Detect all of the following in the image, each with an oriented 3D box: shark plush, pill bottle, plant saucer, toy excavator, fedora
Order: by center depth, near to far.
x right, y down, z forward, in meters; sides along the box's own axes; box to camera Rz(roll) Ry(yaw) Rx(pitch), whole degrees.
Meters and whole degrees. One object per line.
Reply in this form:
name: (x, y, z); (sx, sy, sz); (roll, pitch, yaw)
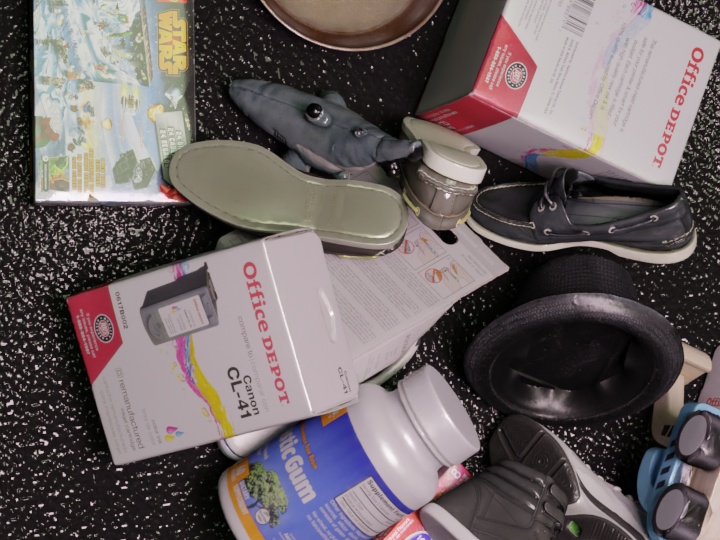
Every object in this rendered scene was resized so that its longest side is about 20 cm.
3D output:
pill bottle: (-0.007, 0.162, 1.551); (0.200, 0.112, 0.112); (-34, 97, 11)
shark plush: (-0.029, -0.109, 1.570); (0.091, 0.200, 0.083); (-49, 133, -4)
toy excavator: (0.283, 0.154, 1.634); (0.100, 0.200, 0.195); (24, 79, -20)
fedora: (0.183, 0.052, 1.638); (0.200, 0.201, 0.092); (19, 53, -16)
plant saucer: (-0.014, -0.288, 1.656); (0.199, 0.034, 0.201); (1, 85, -18)

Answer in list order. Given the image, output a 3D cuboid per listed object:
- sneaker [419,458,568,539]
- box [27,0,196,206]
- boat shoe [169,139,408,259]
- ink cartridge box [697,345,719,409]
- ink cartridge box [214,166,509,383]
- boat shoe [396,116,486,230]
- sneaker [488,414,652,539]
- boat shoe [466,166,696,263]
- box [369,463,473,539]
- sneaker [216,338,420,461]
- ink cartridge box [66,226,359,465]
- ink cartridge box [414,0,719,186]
sneaker: (0.150, 0.227, 1.524); (0.099, 0.071, 0.200); (-41, 65, -19)
box: (-0.207, -0.154, 1.583); (0.136, 0.040, 0.201); (0, 87, -17)
boat shoe: (-0.060, -0.052, 1.567); (0.200, 0.061, 0.072); (16, 73, 3)
ink cartridge box: (0.341, 0.171, 1.697); (0.068, 0.116, 0.201); (22, 81, -19)
ink cartridge box: (0.000, 0.000, 1.607); (0.200, 0.050, 0.161); (-28, 63, -34)
boat shoe: (0.062, -0.083, 1.593); (0.072, 0.202, 0.061); (18, 103, -7)
sneaker: (0.200, 0.207, 1.653); (0.115, 0.201, 0.076); (8, 125, -53)
boat shoe: (0.184, -0.056, 1.601); (0.199, 0.066, 0.075); (13, 48, 20)
box: (0.033, 0.261, 1.603); (0.100, 0.095, 0.200); (47, 74, -10)
sneaker: (-0.036, 0.090, 1.605); (0.200, 0.071, 0.073); (-37, 98, -16)
ink cartridge box: (-0.119, 0.061, 1.516); (0.086, 0.199, 0.148); (-16, 89, -60)
ink cartridge box: (0.180, -0.165, 1.652); (0.199, 0.145, 0.146); (25, 80, -15)
